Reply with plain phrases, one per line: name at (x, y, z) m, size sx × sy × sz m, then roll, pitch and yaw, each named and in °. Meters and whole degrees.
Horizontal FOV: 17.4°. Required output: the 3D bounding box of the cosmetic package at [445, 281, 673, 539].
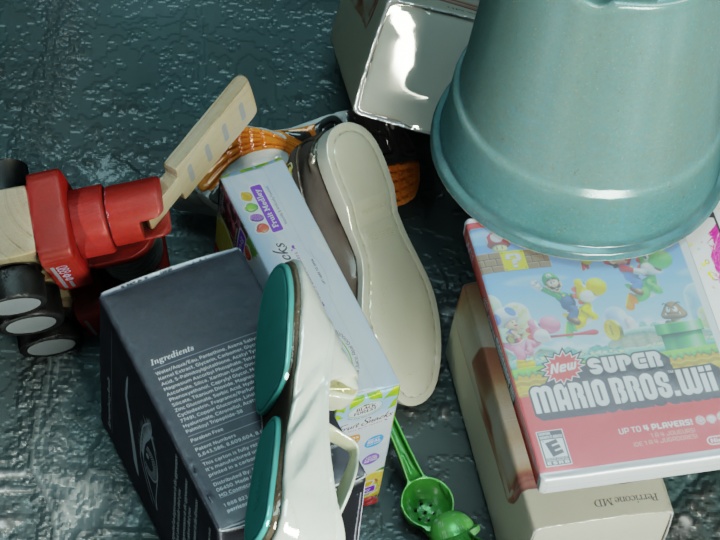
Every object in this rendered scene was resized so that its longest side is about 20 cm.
cosmetic package at (0.131, 0.107, 1.595) m, size 0.102 × 0.088 × 0.201 m, roll -7°, pitch 54°, yaw -13°

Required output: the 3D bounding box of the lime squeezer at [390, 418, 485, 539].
lime squeezer at (0.055, 0.152, 1.555) m, size 0.037 × 0.071 × 0.200 m, roll -5°, pitch 30°, yaw -23°

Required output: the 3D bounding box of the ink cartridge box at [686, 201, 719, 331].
ink cartridge box at (0.231, 0.018, 1.571) m, size 0.198 × 0.084 × 0.146 m, roll 2°, pitch 52°, yaw -8°

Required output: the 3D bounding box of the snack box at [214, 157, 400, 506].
snack box at (-0.041, 0.046, 1.590) m, size 0.053 × 0.143 × 0.201 m, roll -17°, pitch 57°, yaw -18°

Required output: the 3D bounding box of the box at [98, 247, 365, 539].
box at (-0.087, 0.113, 1.532) m, size 0.104 × 0.149 × 0.201 m, roll -19°, pitch 58°, yaw -18°

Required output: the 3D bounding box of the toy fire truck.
toy fire truck at (-0.156, -0.038, 1.591) m, size 0.198 × 0.176 × 0.130 m, roll -12°, pitch 74°, yaw 2°

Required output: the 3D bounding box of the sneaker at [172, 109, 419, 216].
sneaker at (-0.052, -0.074, 1.725) m, size 0.199 × 0.092 × 0.076 m, roll -1°, pitch 83°, yaw -32°

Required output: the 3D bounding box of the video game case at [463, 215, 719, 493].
video game case at (0.155, 0.043, 1.476) m, size 0.142 × 0.018 × 0.201 m, roll -7°, pitch 54°, yaw -11°

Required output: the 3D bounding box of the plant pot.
plant pot at (0.153, -0.145, 1.489) m, size 0.198 × 0.197 × 0.201 m, roll 3°, pitch 49°, yaw -4°

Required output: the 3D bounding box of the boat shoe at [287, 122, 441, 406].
boat shoe at (0.000, 0.000, 1.650) m, size 0.072 × 0.059 × 0.202 m, roll -17°, pitch 89°, yaw -44°

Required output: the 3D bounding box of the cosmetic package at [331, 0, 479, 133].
cosmetic package at (0.044, -0.170, 1.720) m, size 0.103 × 0.088 × 0.200 m, roll 14°, pitch 19°, yaw -12°

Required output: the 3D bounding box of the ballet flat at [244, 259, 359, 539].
ballet flat at (-0.032, 0.089, 1.432) m, size 0.069 × 0.070 × 0.201 m, roll 4°, pitch 57°, yaw -3°
